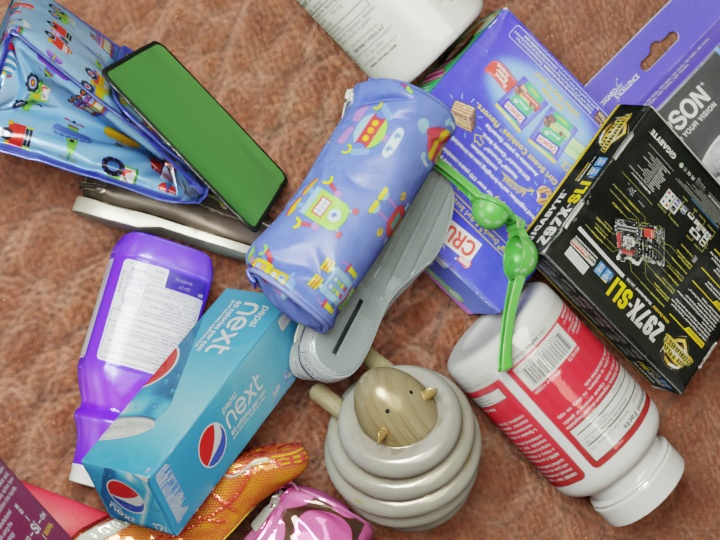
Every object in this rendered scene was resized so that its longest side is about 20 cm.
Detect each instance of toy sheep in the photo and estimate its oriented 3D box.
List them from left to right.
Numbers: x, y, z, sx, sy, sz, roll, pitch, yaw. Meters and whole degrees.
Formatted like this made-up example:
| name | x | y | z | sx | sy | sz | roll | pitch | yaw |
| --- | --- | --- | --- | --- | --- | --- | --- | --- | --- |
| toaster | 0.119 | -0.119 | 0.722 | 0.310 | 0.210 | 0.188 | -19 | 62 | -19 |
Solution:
| name | x | y | z | sx | sy | sz | roll | pitch | yaw |
| --- | --- | --- | --- | --- | --- | --- | --- | --- | --- |
| toy sheep | 0.032 | 0.140 | 1.220 | 0.138 | 0.200 | 0.138 | -7 | 55 | 10 |

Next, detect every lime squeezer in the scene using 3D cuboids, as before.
| name | x | y | z | sx | sy | sz | roll | pitch | yaw |
| --- | --- | --- | --- | --- | --- | --- | --- | --- | --- |
| lime squeezer | 0.098 | -0.025 | 1.219 | 0.071 | 0.038 | 0.200 | -24 | 93 | -7 |

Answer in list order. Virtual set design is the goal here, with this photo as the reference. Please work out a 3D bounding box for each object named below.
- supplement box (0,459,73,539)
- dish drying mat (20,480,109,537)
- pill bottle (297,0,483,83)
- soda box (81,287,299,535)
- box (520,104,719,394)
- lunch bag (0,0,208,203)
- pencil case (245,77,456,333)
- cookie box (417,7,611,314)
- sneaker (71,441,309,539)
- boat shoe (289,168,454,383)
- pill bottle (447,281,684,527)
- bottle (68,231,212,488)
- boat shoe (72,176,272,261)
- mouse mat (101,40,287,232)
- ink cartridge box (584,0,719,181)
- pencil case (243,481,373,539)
| name | x | y | z | sx | sy | sz | roll | pitch | yaw |
| --- | --- | --- | --- | --- | --- | --- | --- | --- | --- |
| supplement box | -0.295 | 0.216 | 1.104 | 0.131 | 0.103 | 0.200 | -35 | 102 | 16 |
| dish drying mat | -0.256 | 0.207 | 1.192 | 0.200 | 0.018 | 0.077 | 24 | 77 | -14 |
| pill bottle | -0.004 | -0.254 | 1.269 | 0.200 | 0.114 | 0.114 | 46 | 74 | -8 |
| soda box | -0.120 | 0.102 | 1.165 | 0.200 | 0.068 | 0.064 | -52 | 137 | -38 |
| box | 0.246 | -0.018 | 1.300 | 0.200 | 0.049 | 0.160 | 42 | 79 | -26 |
| lunch bag | -0.193 | -0.118 | 1.173 | 0.200 | 0.151 | 0.094 | 28 | 107 | -19 |
| pencil case | -0.010 | -0.054 | 1.140 | 0.087 | 0.078 | 0.200 | 30 | 77 | 8 |
| cookie box | 0.106 | -0.091 | 1.306 | 0.171 | 0.075 | 0.200 | 44 | 75 | -10 |
| sneaker | -0.125 | 0.193 | 1.186 | 0.200 | 0.073 | 0.077 | -28 | 91 | 0 |
| boat shoe | 0.000 | 0.000 | 1.208 | 0.074 | 0.067 | 0.200 | 43 | 64 | -17 |
| pill bottle | 0.176 | 0.115 | 1.290 | 0.112 | 0.112 | 0.200 | -45 | 99 | -17 |
| bottle | -0.178 | 0.074 | 1.205 | 0.083 | 0.065 | 0.200 | 18 | 80 | -19 |
| boat shoe | -0.127 | -0.048 | 1.233 | 0.200 | 0.072 | 0.060 | 15 | 83 | -10 |
| mouse mat | -0.122 | -0.108 | 1.185 | 0.008 | 0.200 | 0.161 | -42 | 98 | 13 |
| ink cartridge box | 0.326 | -0.149 | 1.401 | 0.200 | 0.043 | 0.198 | 47 | 75 | -8 |
| pencil case | -0.078 | 0.263 | 1.209 | 0.094 | 0.091 | 0.200 | 42 | 72 | -38 |
